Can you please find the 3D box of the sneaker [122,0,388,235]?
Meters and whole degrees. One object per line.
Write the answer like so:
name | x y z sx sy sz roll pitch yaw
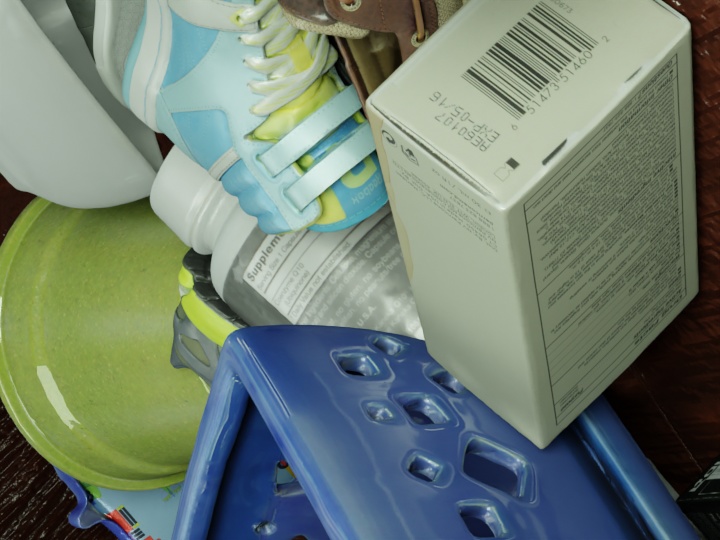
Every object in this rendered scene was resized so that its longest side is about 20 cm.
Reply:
sneaker | -0.029 -0.091 1.014 0.131 0.079 0.200 45 155 13

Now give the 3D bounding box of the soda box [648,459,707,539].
soda box | 0.138 0.151 1.149 0.068 0.064 0.200 30 -168 -30

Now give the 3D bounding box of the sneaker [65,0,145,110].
sneaker | -0.135 -0.166 1.202 0.099 0.071 0.200 42 162 31

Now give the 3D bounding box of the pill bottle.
pill bottle | 0.000 0.000 1.167 0.200 0.114 0.114 42 165 14

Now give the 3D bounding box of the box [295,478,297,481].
box | 0.084 0.152 1.320 0.157 0.050 0.200 -22 117 38

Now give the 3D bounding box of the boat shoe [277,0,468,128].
boat shoe | 0.001 -0.118 0.933 0.072 0.072 0.200 35 162 35

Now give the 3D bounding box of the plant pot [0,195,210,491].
plant pot | -0.088 0.030 1.388 0.201 0.200 0.184 51 154 -21

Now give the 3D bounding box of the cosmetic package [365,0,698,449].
cosmetic package | 0.072 -0.026 0.927 0.073 0.104 0.200 39 163 24

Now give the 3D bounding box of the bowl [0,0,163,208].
bowl | -0.191 -0.134 1.265 0.200 0.074 0.200 55 -171 -45

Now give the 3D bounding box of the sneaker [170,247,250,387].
sneaker | -0.016 0.066 1.239 0.200 0.074 0.081 39 137 11

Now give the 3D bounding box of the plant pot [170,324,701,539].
plant pot | 0.037 0.149 1.028 0.200 0.179 0.200 58 142 42

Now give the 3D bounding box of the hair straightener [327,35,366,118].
hair straightener | 0.000 -0.102 1.074 0.200 0.041 0.077 52 146 0

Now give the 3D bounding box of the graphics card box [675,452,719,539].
graphics card box | 0.221 0.123 1.014 0.125 0.051 0.200 46 165 -4

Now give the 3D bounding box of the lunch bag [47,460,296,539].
lunch bag | -0.109 0.097 1.552 0.151 0.200 0.094 50 164 -16
